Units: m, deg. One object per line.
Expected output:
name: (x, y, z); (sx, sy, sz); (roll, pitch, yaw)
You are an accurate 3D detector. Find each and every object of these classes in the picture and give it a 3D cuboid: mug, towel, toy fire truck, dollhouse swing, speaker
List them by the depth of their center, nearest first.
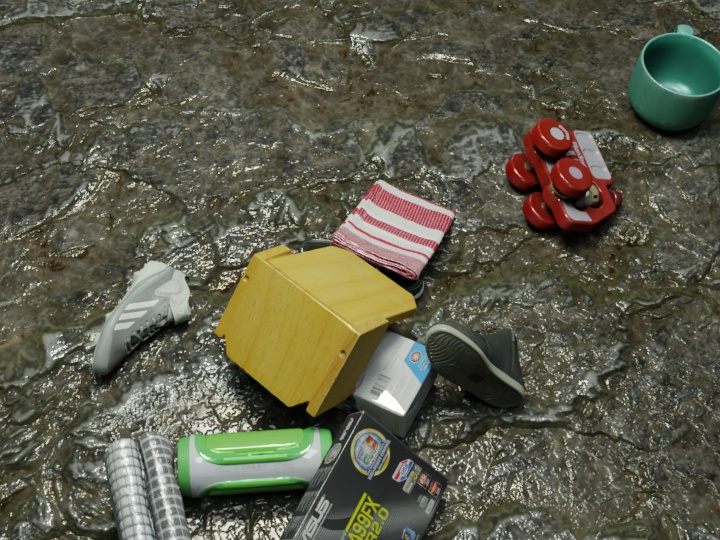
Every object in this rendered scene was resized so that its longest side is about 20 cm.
towel: (-0.248, 0.308, 1.179); (0.085, 0.200, 0.166); (-11, 58, -17)
speaker: (-0.137, 0.252, 1.291); (0.199, 0.089, 0.089); (-3, 57, -6)
dollhouse swing: (-0.053, 0.076, 1.366); (0.200, 0.176, 0.182); (35, 103, 26)
towel: (0.056, -0.068, 1.518); (0.144, 0.023, 0.200); (24, 38, 10)
toy fire truck: (0.345, -0.151, 1.594); (0.167, 0.112, 0.200); (0, 56, -27)
mug: (0.557, -0.328, 1.713); (0.185, 0.115, 0.152); (-37, 66, -25)

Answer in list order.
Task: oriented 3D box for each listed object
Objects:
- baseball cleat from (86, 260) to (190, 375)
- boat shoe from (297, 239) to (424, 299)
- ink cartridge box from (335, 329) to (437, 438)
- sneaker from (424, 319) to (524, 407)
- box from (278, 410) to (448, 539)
baseball cleat: (-0.307, 0.071, 1.406); (0.106, 0.070, 0.200); (17, 58, 7)
boat shoe: (0.000, 0.000, 1.483); (0.199, 0.060, 0.076); (7, 56, 0)
ink cartridge box: (-0.003, 0.136, 1.383); (0.199, 0.068, 0.115); (23, 57, 17)
sneaker: (0.157, 0.105, 1.379); (0.075, 0.200, 0.106); (-25, 42, 29)
box: (0.007, 0.307, 1.247); (0.160, 0.044, 0.200); (42, 57, -16)
